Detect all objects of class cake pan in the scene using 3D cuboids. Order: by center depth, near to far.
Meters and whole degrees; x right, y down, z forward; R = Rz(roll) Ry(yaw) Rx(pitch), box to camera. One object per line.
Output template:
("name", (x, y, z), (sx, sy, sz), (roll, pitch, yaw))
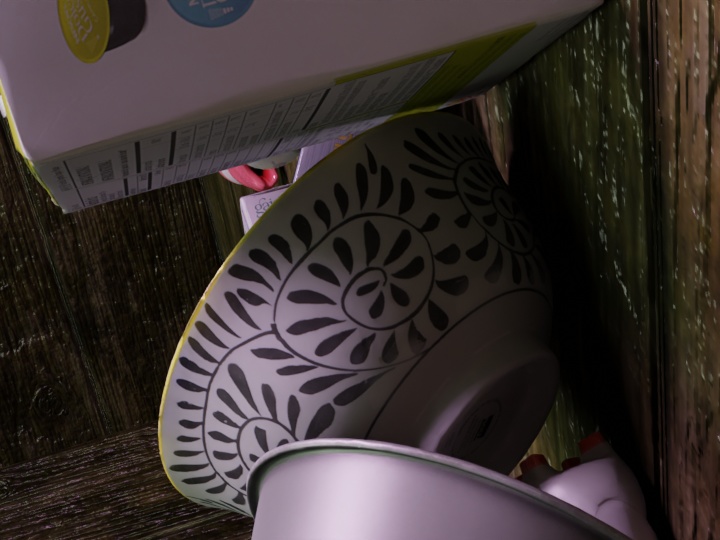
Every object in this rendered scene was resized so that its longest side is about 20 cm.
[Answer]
("cake pan", (0.041, 0.133, 0.641), (0.201, 0.199, 0.037), (85, -153, -57))

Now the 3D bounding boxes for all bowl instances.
("bowl", (0.021, 0.043, 0.707), (0.094, 0.201, 0.201), (36, 154, 28))

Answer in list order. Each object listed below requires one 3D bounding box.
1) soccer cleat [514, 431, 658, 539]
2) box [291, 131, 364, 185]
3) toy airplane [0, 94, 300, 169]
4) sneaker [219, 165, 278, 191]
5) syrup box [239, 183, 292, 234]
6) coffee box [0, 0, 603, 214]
("soccer cleat", (0.087, 0.137, 0.741), (0.200, 0.069, 0.078), (97, 152, -66))
("box", (-0.009, -0.040, 0.858), (0.200, 0.048, 0.159), (109, 174, -78))
("toy airplane", (-0.090, -0.105, 0.903), (0.141, 0.200, 0.199), (51, 156, 1))
("sneaker", (-0.120, -0.169, 1.703), (0.087, 0.073, 0.201), (39, 151, 54))
("syrup box", (-0.047, 0.005, 1.414), (0.200, 0.078, 0.082), (91, 162, -66))
("coffee box", (-0.051, -0.147, 0.618), (0.200, 0.197, 0.201), (164, 90, -83))
